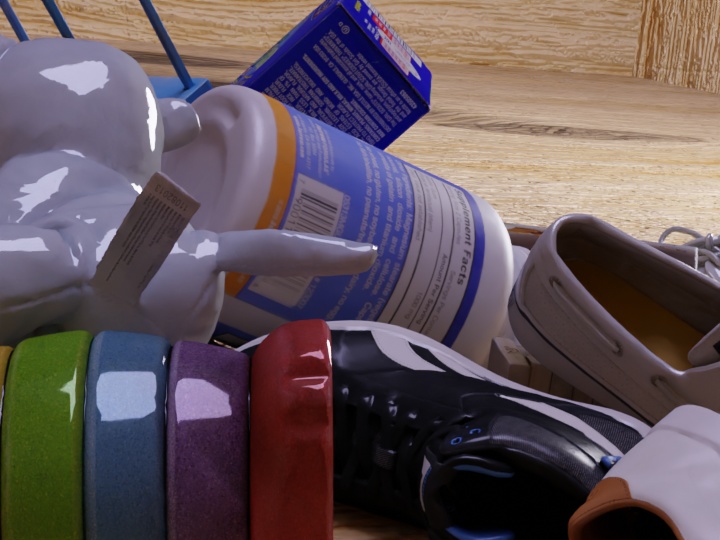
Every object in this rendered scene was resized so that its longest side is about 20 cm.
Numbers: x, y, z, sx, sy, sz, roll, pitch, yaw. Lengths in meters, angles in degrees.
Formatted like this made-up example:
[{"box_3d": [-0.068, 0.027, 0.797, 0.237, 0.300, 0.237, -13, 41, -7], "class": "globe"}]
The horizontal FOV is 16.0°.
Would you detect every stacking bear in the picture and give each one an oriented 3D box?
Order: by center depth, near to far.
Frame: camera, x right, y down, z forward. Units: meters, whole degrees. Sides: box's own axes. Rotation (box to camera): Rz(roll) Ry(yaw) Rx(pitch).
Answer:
[{"box_3d": [-0.108, 0.072, 0.780, 0.199, 0.122, 0.114, -1, 11, -1], "class": "stacking bear"}]

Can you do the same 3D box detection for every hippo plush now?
[{"box_3d": [-0.126, -0.017, 0.910, 0.159, 0.200, 0.161, 17, 40, -32], "class": "hippo plush"}]

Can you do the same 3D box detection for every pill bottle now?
[{"box_3d": [0.000, 0.000, 1.196, 0.199, 0.113, 0.112, 24, -1, -30], "class": "pill bottle"}]

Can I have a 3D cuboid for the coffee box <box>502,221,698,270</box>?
[{"box_3d": [0.072, 0.018, 1.334, 0.199, 0.080, 0.114, 8, 9, 8], "class": "coffee box"}]

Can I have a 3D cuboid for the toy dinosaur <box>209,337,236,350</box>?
[{"box_3d": [-0.040, 0.058, 1.119, 0.199, 0.048, 0.088, 15, 5, 25], "class": "toy dinosaur"}]

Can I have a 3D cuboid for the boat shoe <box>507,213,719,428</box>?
[{"box_3d": [0.155, 0.042, 1.077, 0.200, 0.070, 0.071, 35, 57, 13], "class": "boat shoe"}]

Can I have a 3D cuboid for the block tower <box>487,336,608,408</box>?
[{"box_3d": [0.155, 0.072, 1.146, 0.199, 0.058, 0.054, 8, 9, -8], "class": "block tower"}]

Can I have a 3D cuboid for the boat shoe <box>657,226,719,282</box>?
[{"box_3d": [0.210, 0.008, 1.492, 0.201, 0.087, 0.074, 0, 11, -39], "class": "boat shoe"}]

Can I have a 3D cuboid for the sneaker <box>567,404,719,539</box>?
[{"box_3d": [0.154, 0.119, 0.872, 0.085, 0.073, 0.200, -35, 38, -28], "class": "sneaker"}]

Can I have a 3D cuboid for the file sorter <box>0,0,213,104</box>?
[{"box_3d": [-0.201, -0.075, 1.231, 0.138, 0.123, 0.200, 6, 42, 49], "class": "file sorter"}]

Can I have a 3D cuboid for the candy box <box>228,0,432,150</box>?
[{"box_3d": [-0.059, -0.052, 1.318, 0.077, 0.200, 0.169, 49, 8, -6], "class": "candy box"}]

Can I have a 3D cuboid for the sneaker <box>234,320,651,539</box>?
[{"box_3d": [0.019, 0.068, 0.994, 0.199, 0.073, 0.112, 11, 8, 16], "class": "sneaker"}]
